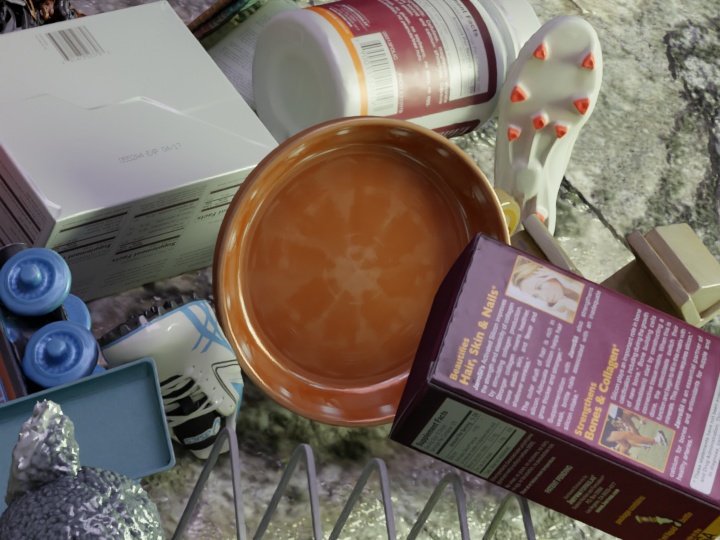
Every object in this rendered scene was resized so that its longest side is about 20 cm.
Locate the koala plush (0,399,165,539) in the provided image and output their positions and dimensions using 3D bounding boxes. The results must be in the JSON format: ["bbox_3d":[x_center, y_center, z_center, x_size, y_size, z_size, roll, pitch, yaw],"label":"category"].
[{"bbox_3d":[-0.161,0.177,1.301,0.183,0.201,0.177,-18,56,-42],"label":"koala plush"}]

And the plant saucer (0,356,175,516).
[{"bbox_3d":[-0.202,0.111,1.397,0.199,0.019,0.070,-18,66,8],"label":"plant saucer"}]

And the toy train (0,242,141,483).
[{"bbox_3d":[-0.205,0.076,1.468,0.114,0.087,0.201,-22,61,-4],"label":"toy train"}]

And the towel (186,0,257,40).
[{"bbox_3d":[-0.073,-0.215,1.843,0.022,0.146,0.200,52,41,-5],"label":"towel"}]

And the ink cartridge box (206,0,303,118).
[{"bbox_3d":[-0.052,-0.108,1.815,0.160,0.047,0.200,35,45,9],"label":"ink cartridge box"}]

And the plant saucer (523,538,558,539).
[{"bbox_3d":[0.163,0.239,1.519,0.199,0.031,0.200,23,21,-9],"label":"plant saucer"}]

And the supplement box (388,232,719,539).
[{"bbox_3d":[0.131,0.077,1.445,0.199,0.086,0.111,23,58,-5],"label":"supplement box"}]

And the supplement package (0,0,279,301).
[{"bbox_3d":[-0.183,-0.075,1.635,0.199,0.111,0.156,-18,61,-42],"label":"supplement package"}]

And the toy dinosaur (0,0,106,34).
[{"bbox_3d":[-0.249,-0.170,1.729,0.136,0.102,0.200,61,21,11],"label":"toy dinosaur"}]

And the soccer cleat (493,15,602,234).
[{"bbox_3d":[0.128,-0.100,1.784,0.069,0.201,0.078,11,28,-2],"label":"soccer cleat"}]

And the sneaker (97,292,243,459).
[{"bbox_3d":[-0.107,0.066,1.482,0.072,0.200,0.073,-26,73,1],"label":"sneaker"}]

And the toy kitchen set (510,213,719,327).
[{"bbox_3d":[0.163,0.011,1.638,0.163,0.181,0.200,-35,59,-1],"label":"toy kitchen set"}]

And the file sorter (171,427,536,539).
[{"bbox_3d":[-0.004,0.189,1.430,0.199,0.139,0.125,13,37,-17],"label":"file sorter"}]

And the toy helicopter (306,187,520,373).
[{"bbox_3d":[0.030,-0.014,1.647,0.199,0.133,0.079,-26,48,-32],"label":"toy helicopter"}]

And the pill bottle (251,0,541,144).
[{"bbox_3d":[0.031,-0.146,1.773,0.199,0.114,0.114,-14,54,-36],"label":"pill bottle"}]

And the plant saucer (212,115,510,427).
[{"bbox_3d":[0.000,0.000,1.571,0.199,0.202,0.032,10,7,-20],"label":"plant saucer"}]
